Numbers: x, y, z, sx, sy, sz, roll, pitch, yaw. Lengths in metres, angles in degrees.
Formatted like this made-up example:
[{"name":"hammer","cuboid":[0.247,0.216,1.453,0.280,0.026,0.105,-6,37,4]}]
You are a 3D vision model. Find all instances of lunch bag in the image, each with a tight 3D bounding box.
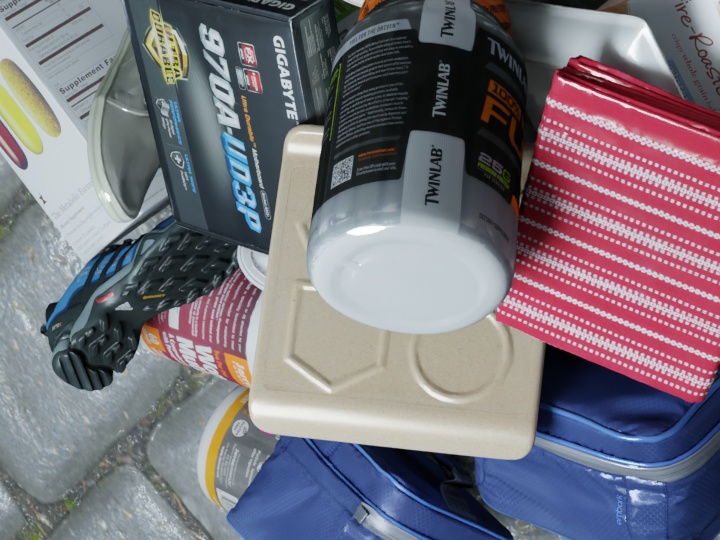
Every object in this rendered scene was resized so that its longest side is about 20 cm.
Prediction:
[{"name":"lunch bag","cuboid":[0.012,0.177,1.435,0.136,0.133,0.200,28,-175,-35]},{"name":"lunch bag","cuboid":[0.160,0.089,1.338,0.200,0.136,0.133,18,131,37]}]

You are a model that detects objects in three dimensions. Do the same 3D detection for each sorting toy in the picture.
[{"name":"sorting toy","cuboid":[0.030,0.013,1.292,0.184,0.201,0.036,5,173,10]}]

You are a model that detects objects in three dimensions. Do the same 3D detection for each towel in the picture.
[{"name":"towel","cuboid":[0.162,-0.021,1.180,0.144,0.023,0.200,23,133,13]}]

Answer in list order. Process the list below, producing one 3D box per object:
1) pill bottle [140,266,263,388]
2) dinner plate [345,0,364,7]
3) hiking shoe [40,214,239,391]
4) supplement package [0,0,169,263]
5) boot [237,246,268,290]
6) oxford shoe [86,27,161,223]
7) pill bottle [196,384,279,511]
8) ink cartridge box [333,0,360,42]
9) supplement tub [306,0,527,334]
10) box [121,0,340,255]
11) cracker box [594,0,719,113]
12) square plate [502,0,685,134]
[{"name":"pill bottle","cuboid":[-0.076,0.038,1.569,0.200,0.110,0.110,17,131,37]},{"name":"dinner plate","cuboid":[0.003,-0.247,1.223,0.200,0.024,0.201,18,127,25]},{"name":"hiking shoe","cuboid":[-0.168,-0.003,1.532,0.074,0.200,0.087,45,-173,-43]},{"name":"supplement package","cuboid":[-0.218,-0.129,1.578,0.200,0.109,0.114,53,142,-2]},{"name":"boot","cuboid":[0.000,0.000,1.432,0.199,0.096,0.074,12,87,11]},{"name":"oxford shoe","cuboid":[-0.152,-0.120,1.467,0.058,0.200,0.075,-7,136,21]},{"name":"pill bottle","cuboid":[-0.025,0.171,1.622,0.200,0.116,0.117,22,134,31]},{"name":"ink cartridge box","cuboid":[-0.046,-0.118,1.439,0.148,0.076,0.200,41,140,13]},{"name":"supplement tub","cuboid":[0.037,-0.074,1.206,0.122,0.201,0.123,5,148,3]},{"name":"box","cuboid":[-0.077,-0.106,1.381,0.159,0.046,0.201,18,132,36]},{"name":"cracker box","cuboid":[0.241,-0.125,1.157,0.200,0.058,0.134,-17,107,50]},{"name":"square plate","cuboid":[0.158,-0.070,1.240,0.200,0.028,0.198,62,167,-20]}]
